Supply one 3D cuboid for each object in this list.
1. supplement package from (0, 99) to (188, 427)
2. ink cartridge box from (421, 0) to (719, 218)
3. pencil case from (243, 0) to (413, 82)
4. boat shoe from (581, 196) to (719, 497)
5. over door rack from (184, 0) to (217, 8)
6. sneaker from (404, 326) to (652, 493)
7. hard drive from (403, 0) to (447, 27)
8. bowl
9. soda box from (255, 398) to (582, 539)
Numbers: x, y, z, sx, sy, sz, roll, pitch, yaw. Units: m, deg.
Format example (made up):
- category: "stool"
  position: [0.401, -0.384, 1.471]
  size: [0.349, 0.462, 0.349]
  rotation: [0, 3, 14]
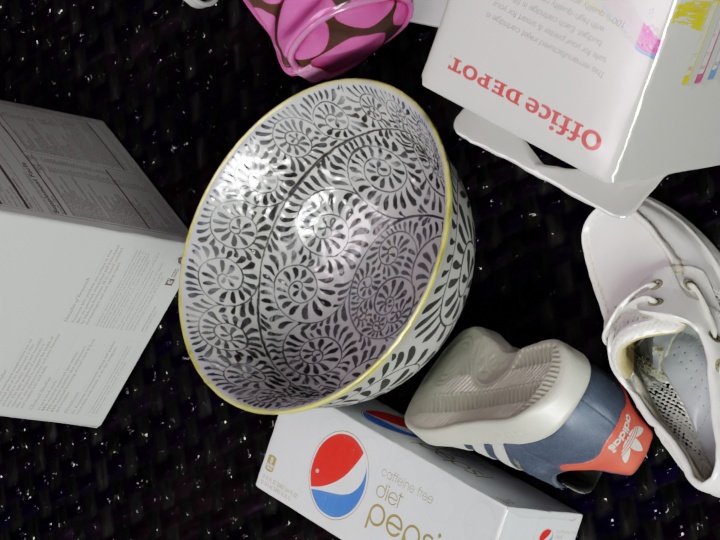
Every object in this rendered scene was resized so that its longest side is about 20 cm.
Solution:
- category: "supplement package"
  position: [-0.242, -0.012, 1.920]
  size: [0.151, 0.199, 0.152]
  rotation: [50, 118, 40]
- category: "ink cartridge box"
  position: [0.134, -0.142, 1.559]
  size: [0.128, 0.125, 0.201]
  rotation: [31, 113, 28]
- category: "pencil case"
  position: [-0.058, -0.201, 1.770]
  size: [0.094, 0.091, 0.200]
  rotation: [-40, 69, 7]
- category: "boat shoe"
  position: [0.160, 0.035, 1.570]
  size: [0.071, 0.069, 0.200]
  rotation: [-52, 49, 30]
- category: "over door rack"
  position: [-0.065, -0.273, 1.873]
  size: [0.147, 0.066, 0.201]
  rotation: [-7, 78, 46]
- category: "sneaker"
  position: [0.092, 0.083, 1.642]
  size: [0.075, 0.084, 0.200]
  rotation: [-57, 18, -8]
- category: "hard drive"
  position: [0.057, -0.243, 1.765]
  size: [0.132, 0.025, 0.201]
  rotation: [16, 95, 48]
- category: "bowl"
  position: [0.000, 0.000, 1.721]
  size: [0.200, 0.094, 0.202]
  rotation: [-20, 58, 36]
- category: "soda box"
  position: [0.030, 0.129, 1.701]
  size: [0.200, 0.063, 0.068]
  rotation: [27, 103, 46]
